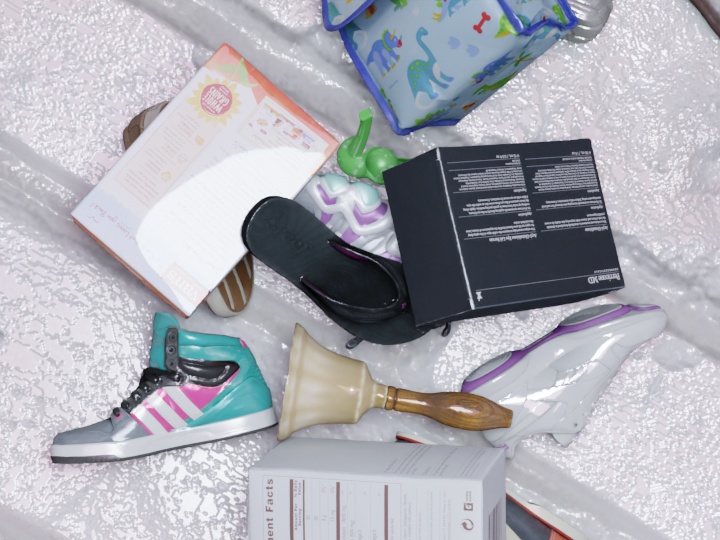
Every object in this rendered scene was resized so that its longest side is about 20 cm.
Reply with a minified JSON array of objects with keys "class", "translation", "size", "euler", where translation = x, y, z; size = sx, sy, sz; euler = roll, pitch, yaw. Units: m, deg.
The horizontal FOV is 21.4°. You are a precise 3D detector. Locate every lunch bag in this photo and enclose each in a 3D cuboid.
[{"class":"lunch bag","translation":[0.062,-0.248,1.674],"size":[0.170,0.127,0.200],"euler":[-37,76,35]}]

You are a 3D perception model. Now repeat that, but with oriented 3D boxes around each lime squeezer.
[{"class":"lime squeezer","translation":[0.021,-0.106,1.674],"size":[0.071,0.200,0.038],"euler":[-41,65,15]}]

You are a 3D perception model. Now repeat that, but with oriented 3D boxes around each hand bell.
[{"class":"hand bell","translation":[0.033,0.113,1.652],"size":[0.200,0.104,0.104],"euler":[9,82,-1]}]

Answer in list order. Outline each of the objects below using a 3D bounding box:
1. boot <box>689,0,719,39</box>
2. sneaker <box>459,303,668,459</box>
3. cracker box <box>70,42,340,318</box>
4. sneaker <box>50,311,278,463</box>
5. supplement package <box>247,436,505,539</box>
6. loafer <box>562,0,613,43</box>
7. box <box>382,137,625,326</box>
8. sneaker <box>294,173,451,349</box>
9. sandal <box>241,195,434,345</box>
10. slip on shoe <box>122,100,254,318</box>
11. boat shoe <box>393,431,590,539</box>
[{"class":"boot","translation":[0.355,-0.320,1.770],"size":[0.200,0.064,0.186],"euler":[43,94,5]},{"class":"sneaker","translation":[0.191,0.097,1.706],"size":[0.200,0.075,0.100],"euler":[-27,97,-2]},{"class":"cracker box","translation":[-0.133,-0.076,1.629],"size":[0.134,0.058,0.200],"euler":[42,82,-2]},{"class":"sneaker","translation":[-0.179,0.098,1.656],"size":[0.200,0.084,0.121],"euler":[-11,89,-14]},{"class":"supplement package","translation":[0.015,0.213,1.605],"size":[0.200,0.117,0.117],"euler":[2,100,15]},{"class":"loafer","translation":[0.138,-0.275,1.749],"size":[0.200,0.070,0.070],"euler":[25,62,1]},{"class":"box","translation":[0.127,-0.035,1.656],"size":[0.200,0.079,0.141],"euler":[-6,79,-43]},{"class":"sneaker","translation":[0.000,0.000,1.690],"size":[0.200,0.078,0.140],"euler":[20,81,-2]},{"class":"sandal","translation":[-0.013,0.008,1.615],"size":[0.200,0.048,0.075],"euler":[30,87,-25]},{"class":"slip on shoe","translation":[-0.157,-0.050,1.695],"size":[0.061,0.076,0.200],"euler":[-20,95,34]},{"class":"boat shoe","translation":[0.106,0.212,1.679],"size":[0.200,0.071,0.063],"euler":[33,84,-4]}]
